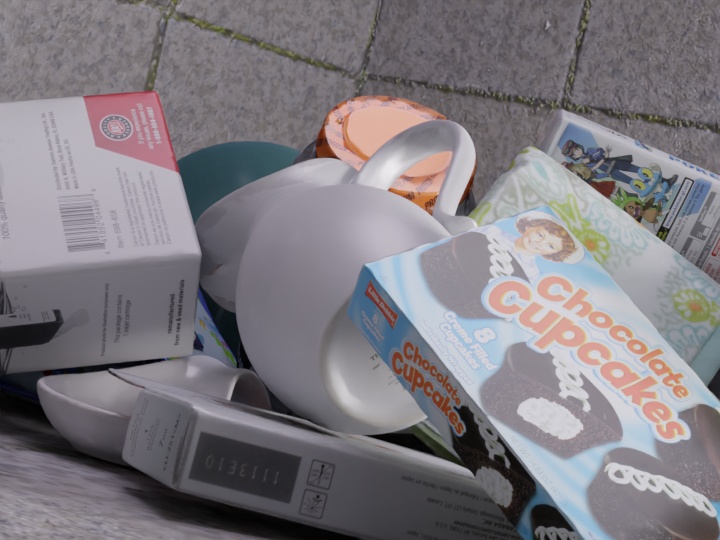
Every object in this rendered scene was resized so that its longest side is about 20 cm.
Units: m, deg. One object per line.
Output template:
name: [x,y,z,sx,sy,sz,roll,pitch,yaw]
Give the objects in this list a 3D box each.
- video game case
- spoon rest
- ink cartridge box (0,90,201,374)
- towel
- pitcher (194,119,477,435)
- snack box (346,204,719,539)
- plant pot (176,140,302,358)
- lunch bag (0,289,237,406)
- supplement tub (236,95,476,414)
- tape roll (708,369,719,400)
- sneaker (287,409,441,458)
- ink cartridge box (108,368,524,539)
video game case: [0.164,0.024,1.335,0.181,0.201,0.022,22,22,-6]
spoon rest: [-0.104,0.076,1.193,0.099,0.061,0.200,15,0,24]
ink cartridge box: [-0.201,-0.019,1.213,0.199,0.084,0.145,-5,46,-15]
towel: [0.109,0.041,1.226,0.171,0.200,0.048,39,-29,6]
pitcher: [0.008,-0.007,1.136,0.121,0.171,0.200,54,-3,-25]
snack box: [0.096,0.061,0.983,0.116,0.037,0.200,-18,55,-34]
plant pot: [-0.072,0.023,1.523,0.199,0.202,0.161,13,12,-12]
lunch bag: [-0.172,0.035,1.357,0.199,0.128,0.170,29,1,17]
supplement tub: [0.000,0.000,1.332,0.122,0.201,0.123,11,39,-9]
tape roll: [0.260,0.091,1.237,0.066,0.201,0.200,14,0,-19]
sneaker: [0.050,0.092,1.258,0.199,0.098,0.071,14,-10,-10]
ink cartridge box: [-0.022,0.100,1.080,0.199,0.044,0.173,17,-4,-20]
